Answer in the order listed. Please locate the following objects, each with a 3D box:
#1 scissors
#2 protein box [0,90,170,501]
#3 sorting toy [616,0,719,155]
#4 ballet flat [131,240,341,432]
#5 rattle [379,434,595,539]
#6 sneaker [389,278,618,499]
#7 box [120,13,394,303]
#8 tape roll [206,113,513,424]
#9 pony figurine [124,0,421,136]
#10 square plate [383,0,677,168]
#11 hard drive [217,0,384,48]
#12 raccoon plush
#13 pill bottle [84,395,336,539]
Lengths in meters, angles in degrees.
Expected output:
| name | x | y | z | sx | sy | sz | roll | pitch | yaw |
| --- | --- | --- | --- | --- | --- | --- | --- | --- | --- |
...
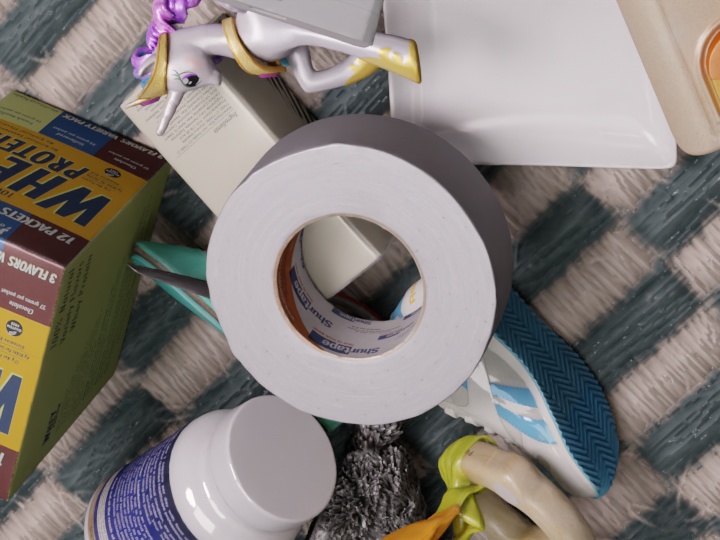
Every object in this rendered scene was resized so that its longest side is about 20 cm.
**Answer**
| name | x | y | z | sx | sy | sz | roll | pitch | yaw |
| --- | --- | --- | --- | --- | --- | --- | --- | --- | --- |
| scissors | -0.069 | 0.021 | 1.569 | 0.199 | 0.074 | 0.014 | 31 | 154 | -13 |
| protein box | -0.250 | 0.014 | 1.567 | 0.134 | 0.200 | 0.200 | 22 | 119 | 7 |
| sorting toy | 0.261 | -0.184 | 1.384 | 0.199 | 0.037 | 0.186 | -21 | 108 | 15 |
| ballet flat | -0.075 | 0.032 | 1.603 | 0.200 | 0.067 | 0.070 | 44 | 82 | -8 |
| rattle | 0.109 | 0.224 | 1.560 | 0.129 | 0.143 | 0.201 | -2 | 133 | 39 |
| sneaker | 0.105 | 0.083 | 1.562 | 0.200 | 0.076 | 0.081 | 51 | 127 | -2 |
| box | -0.067 | -0.074 | 1.543 | 0.082 | 0.068 | 0.200 | -36 | 100 | 28 |
| tape roll | 0.000 | 0.000 | 1.479 | 0.198 | 0.066 | 0.202 | 5 | 113 | 12 |
| pony figurine | -0.068 | -0.194 | 1.429 | 0.198 | 0.167 | 0.195 | -7 | 98 | 7 |
| square plate | 0.111 | -0.166 | 1.464 | 0.196 | 0.028 | 0.202 | 2 | 114 | 17 |
| hard drive | -0.029 | -0.249 | 1.311 | 0.131 | 0.026 | 0.202 | 16 | 87 | -14 |
| raccoon plush | 0.043 | 0.174 | 1.613 | 0.133 | 0.097 | 0.201 | 23 | 119 | -2 |
| pill bottle | -0.109 | 0.169 | 1.613 | 0.116 | 0.116 | 0.200 | 47 | 138 | -7 |
